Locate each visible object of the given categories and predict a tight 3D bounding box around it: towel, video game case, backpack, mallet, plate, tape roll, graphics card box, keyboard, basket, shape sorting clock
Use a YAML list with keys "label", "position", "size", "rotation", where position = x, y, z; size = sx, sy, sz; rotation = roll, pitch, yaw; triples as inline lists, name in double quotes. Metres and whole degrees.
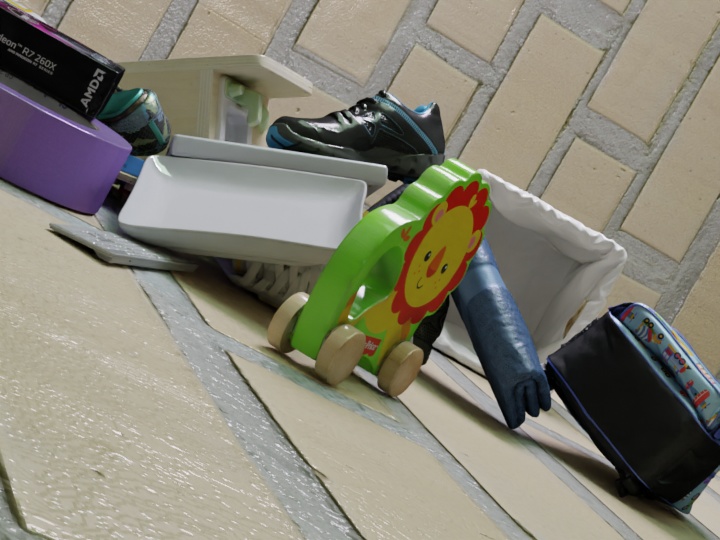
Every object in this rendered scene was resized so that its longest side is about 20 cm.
- label: "towel"
  position: [0.122, 0.040, 1.692]
  size: [0.112, 0.048, 0.201]
  rotation: [74, -5, -61]
- label: "video game case"
  position: [-0.087, -0.092, 1.722]
  size: [0.199, 0.022, 0.182]
  rotation: [8, -6, -9]
- label: "backpack"
  position: [0.286, 0.139, 1.744]
  size: [0.183, 0.134, 0.200]
  rotation: [54, 9, 31]
- label: "mallet"
  position: [0.005, -0.052, 1.795]
  size: [0.041, 0.200, 0.066]
  rotation: [55, -14, -3]
- label: "plate"
  position: [-0.096, -0.047, 1.533]
  size: [0.199, 0.032, 0.200]
  rotation: [7, 20, -1]
- label: "tape roll"
  position: [-0.293, -0.124, 1.515]
  size: [0.200, 0.066, 0.200]
  rotation: [30, 5, -3]
- label: "graphics card box"
  position: [-0.306, -0.204, 1.590]
  size: [0.199, 0.051, 0.125]
  rotation: [30, 4, -7]
- label: "keyboard"
  position: [-0.181, -0.018, 1.414]
  size: [0.056, 0.011, 0.200]
  rotation: [31, 5, 13]
- label: "basket"
  position: [0.163, 0.014, 2.043]
  size: [0.199, 0.199, 0.161]
  rotation: [29, 3, -4]
- label: "shape sorting clock"
  position: [-0.214, -0.082, 1.700]
  size: [0.199, 0.039, 0.200]
  rotation: [23, -4, 2]

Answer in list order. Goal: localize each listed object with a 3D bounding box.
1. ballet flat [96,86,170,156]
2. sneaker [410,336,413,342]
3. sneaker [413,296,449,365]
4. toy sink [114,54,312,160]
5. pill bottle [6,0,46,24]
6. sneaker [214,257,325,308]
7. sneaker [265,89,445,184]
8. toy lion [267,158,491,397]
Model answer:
- label: "ballet flat"
  position: [-0.236, -0.138, 1.728]
  size: [0.074, 0.075, 0.200]
  rotation: [27, -3, -28]
- label: "sneaker"
  position: [0.004, -0.003, 1.620]
  size: [0.082, 0.075, 0.200]
  rotation: [-6, 52, -35]
- label: "sneaker"
  position: [0.000, 0.000, 1.715]
  size: [0.199, 0.115, 0.076]
  rotation: [26, 4, -15]
- label: "toy sink"
  position: [-0.164, -0.149, 1.871]
  size: [0.199, 0.113, 0.130]
  rotation: [0, -8, 23]
- label: "pill bottle"
  position: [-0.367, -0.213, 1.711]
  size: [0.199, 0.113, 0.112]
  rotation: [31, 5, 6]
- label: "sneaker"
  position: [-0.066, 0.004, 1.572]
  size: [0.081, 0.077, 0.200]
  rotation: [5, 19, -40]
- label: "sneaker"
  position: [-0.005, -0.134, 1.749]
  size: [0.199, 0.082, 0.073]
  rotation: [6, -6, -36]
- label: "toy lion"
  position: [0.031, -0.002, 1.425]
  size: [0.069, 0.192, 0.200]
  rotation: [31, 6, 23]
